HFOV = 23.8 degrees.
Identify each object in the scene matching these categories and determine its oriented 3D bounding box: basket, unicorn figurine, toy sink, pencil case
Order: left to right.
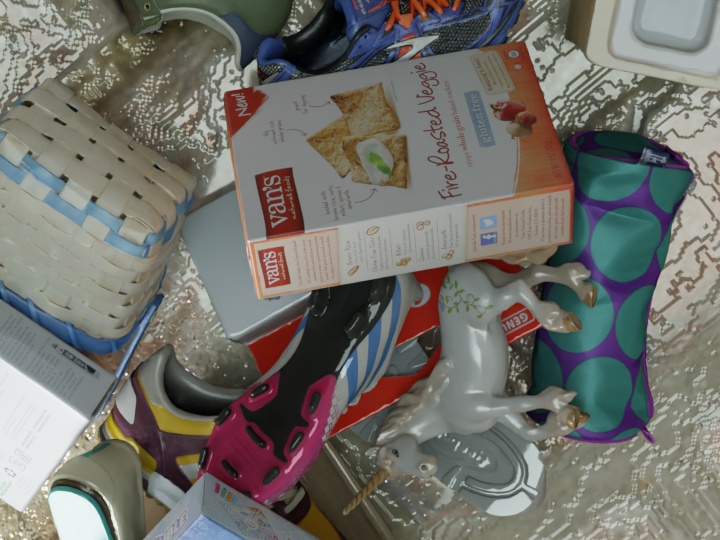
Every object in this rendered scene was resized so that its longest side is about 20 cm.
[{"bbox_3d":[-0.206,-0.008,1.128,0.176,0.139,0.200,35,118,-6],"label":"basket"},{"bbox_3d":[0.077,0.066,1.096,0.136,0.074,0.202,6,84,20],"label":"unicorn figurine"},{"bbox_3d":[0.167,0.011,1.145,0.092,0.085,0.202,9,101,1],"label":"pencil case"},{"bbox_3d":[0.205,-0.173,1.052,0.129,0.200,0.113,10,100,-1],"label":"toy sink"}]

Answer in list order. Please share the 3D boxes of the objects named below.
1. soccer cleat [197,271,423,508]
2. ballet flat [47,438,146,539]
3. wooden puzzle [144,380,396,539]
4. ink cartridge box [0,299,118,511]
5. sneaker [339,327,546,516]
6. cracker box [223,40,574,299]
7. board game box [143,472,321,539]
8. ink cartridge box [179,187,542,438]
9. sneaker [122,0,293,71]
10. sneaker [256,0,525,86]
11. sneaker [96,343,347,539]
[{"bbox_3d":[-0.025,0.077,1.085,0.070,0.086,0.201,36,93,29],"label":"soccer cleat"},{"bbox_3d":[-0.160,0.192,1.123,0.069,0.070,0.201,1,126,1],"label":"ballet flat"},{"bbox_3d":[-0.083,0.192,1.208,0.199,0.046,0.186,-32,98,11],"label":"wooden puzzle"},{"bbox_3d":[-0.274,0.063,1.124,0.199,0.200,0.041,34,56,-7],"label":"ink cartridge box"},{"bbox_3d":[0.043,0.099,1.174,0.200,0.080,0.077,42,92,14],"label":"sneaker"},{"bbox_3d":[0.021,-0.065,1.058,0.198,0.135,0.058,-11,138,-3],"label":"cracker box"},{"bbox_3d":[-0.076,0.248,1.093,0.198,0.044,0.200,33,118,-19],"label":"board game box"},{"bbox_3d":[0.000,0.000,1.138,0.199,0.044,0.175,-28,75,6],"label":"ink cartridge box"},{"bbox_3d":[-0.139,-0.200,1.120,0.199,0.067,0.090,24,94,-6],"label":"sneaker"},{"bbox_3d":[0.019,-0.154,1.109,0.199,0.076,0.079,-32,138,6],"label":"sneaker"},{"bbox_3d":[-0.076,0.133,1.128,0.199,0.075,0.090,34,112,-2],"label":"sneaker"}]
